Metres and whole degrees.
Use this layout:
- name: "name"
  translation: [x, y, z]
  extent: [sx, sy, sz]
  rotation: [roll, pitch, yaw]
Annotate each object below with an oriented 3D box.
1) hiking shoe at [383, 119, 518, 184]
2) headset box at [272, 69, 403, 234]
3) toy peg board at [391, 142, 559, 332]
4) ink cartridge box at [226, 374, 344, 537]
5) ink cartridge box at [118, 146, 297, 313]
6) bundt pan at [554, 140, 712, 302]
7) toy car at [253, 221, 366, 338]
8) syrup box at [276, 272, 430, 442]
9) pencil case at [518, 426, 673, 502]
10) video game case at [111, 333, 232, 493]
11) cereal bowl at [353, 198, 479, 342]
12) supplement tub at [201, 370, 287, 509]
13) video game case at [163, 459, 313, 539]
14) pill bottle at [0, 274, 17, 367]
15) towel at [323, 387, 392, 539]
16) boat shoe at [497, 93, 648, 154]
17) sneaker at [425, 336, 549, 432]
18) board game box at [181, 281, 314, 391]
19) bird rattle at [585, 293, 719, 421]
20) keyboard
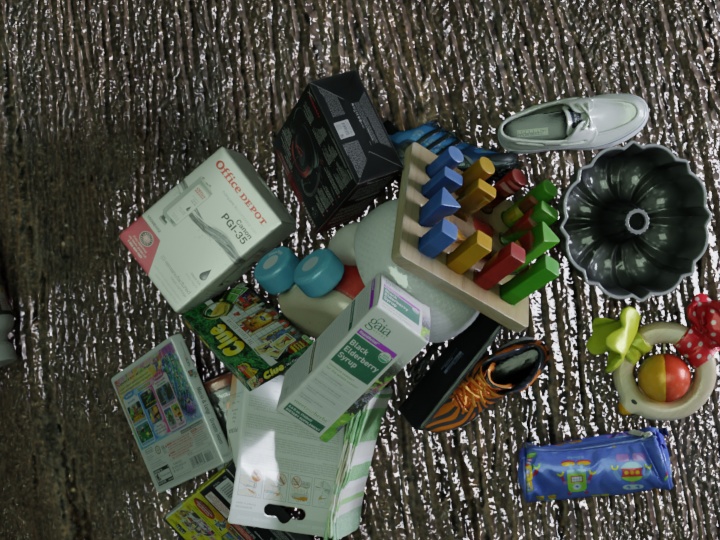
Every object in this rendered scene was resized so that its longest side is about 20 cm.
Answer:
- name: "hiking shoe"
  translation: [0.114, -0.165, 1.339]
  extent: [0.200, 0.074, 0.087]
  rotation: [3, 80, 6]
- name: "headset box"
  translation: [-0.039, -0.149, 1.319]
  extent: [0.075, 0.200, 0.149]
  rotation: [-21, 79, -26]
- name: "toy peg board"
  translation: [0.154, -0.063, 1.215]
  extent: [0.199, 0.200, 0.098]
  rotation: [29, 134, -22]
- name: "ink cartridge box"
  translation: [-0.100, 0.242, 1.306]
  extent: [0.162, 0.050, 0.200]
  rotation: [17, 69, -30]
- name: "ink cartridge box"
  translation: [-0.214, -0.057, 1.395]
  extent: [0.200, 0.083, 0.147]
  rotation: [-40, 81, 8]
- name: "bundt pan"
  translation: [0.338, -0.063, 1.267]
  extent: [0.202, 0.076, 0.202]
  rotation: [-1, 93, -10]
- name: "toy car"
  translation: [0.000, 0.000, 1.316]
  extent: [0.184, 0.177, 0.200]
  rotation: [50, 63, -29]
- name: "syrup box"
  translation: [-0.009, 0.106, 1.189]
  extent: [0.079, 0.081, 0.200]
  rotation: [36, 117, -15]
- name: "pencil case"
  translation: [0.302, 0.250, 1.278]
  extent: [0.200, 0.078, 0.087]
  rotation: [-9, 115, 11]
- name: "video game case"
  translation: [-0.265, 0.202, 1.368]
  extent: [0.200, 0.024, 0.182]
  rotation: [-32, 79, 47]
- name: "cereal bowl"
  translation: [0.091, -0.012, 1.266]
  extent: [0.083, 0.200, 0.200]
  rotation: [-35, 80, 37]
- name: "supplement tub"
  translation: [-0.153, 0.237, 1.359]
  extent: [0.107, 0.107, 0.200]
  rotation: [-25, 84, 9]
- name: "video game case"
  translation: [-0.151, 0.366, 1.331]
  extent: [0.200, 0.026, 0.181]
  rotation: [46, 129, -2]
- name: "pill bottle"
  translation: [-0.577, 0.049, 1.448]
  extent: [0.116, 0.116, 0.200]
  rotation: [-20, 84, 10]
- name: "towel"
  translation: [-0.001, 0.251, 1.303]
  extent: [0.023, 0.153, 0.200]
  rotation: [12, 87, 15]
- name: "boat shoe"
  translation: [0.281, -0.193, 1.310]
  extent: [0.200, 0.065, 0.074]
  rotation: [-13, 85, 11]
- name: "sneaker"
  translation: [0.155, 0.148, 1.296]
  extent: [0.200, 0.112, 0.078]
  rotation: [-36, 82, 8]
- name: "board game box"
  translation: [-0.153, 0.084, 1.326]
  extent: [0.105, 0.023, 0.200]
  rotation: [-32, 38, -20]
- name: "bird rattle"
  translation: [0.397, 0.112, 1.277]
  extent: [0.200, 0.113, 0.163]
  rotation: [-3, 99, -2]
- name: "keyboard"
  translation: [0.119, 0.117, 1.312]
  extent: [0.021, 0.127, 0.200]
  rotation: [38, 93, -23]
